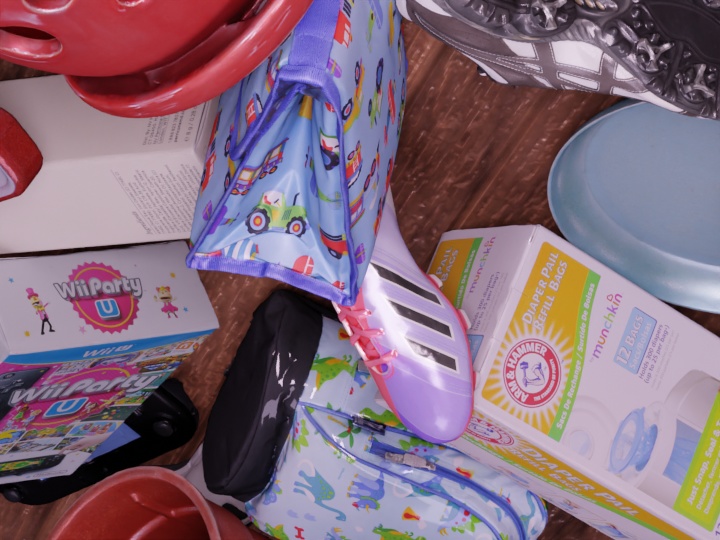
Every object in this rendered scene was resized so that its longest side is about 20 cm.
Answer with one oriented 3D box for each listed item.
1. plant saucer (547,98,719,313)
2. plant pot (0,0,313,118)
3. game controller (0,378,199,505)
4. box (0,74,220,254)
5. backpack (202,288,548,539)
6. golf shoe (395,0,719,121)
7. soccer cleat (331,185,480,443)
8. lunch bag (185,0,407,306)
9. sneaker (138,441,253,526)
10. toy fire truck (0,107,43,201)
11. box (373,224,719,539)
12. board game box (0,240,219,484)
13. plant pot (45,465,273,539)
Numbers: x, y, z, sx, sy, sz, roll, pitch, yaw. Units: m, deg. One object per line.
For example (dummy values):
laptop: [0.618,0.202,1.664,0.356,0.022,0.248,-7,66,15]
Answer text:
plant saucer: [0.200,-0.041,1.528,0.199,0.028,0.200,9,148,6]
plant pot: [-0.119,-0.175,1.273,0.200,0.201,0.182,-16,141,37]
game controller: [-0.194,0.098,1.856,0.104,0.042,0.200,33,141,-29]
box: [-0.156,-0.060,1.579,0.199,0.069,0.082,-3,144,23]
backpack: [0.020,0.112,1.735,0.199,0.154,0.163,9,143,-18]
golf shoe: [0.110,-0.121,1.399,0.199,0.078,0.094,21,162,-25]
soccer cleat: [0.000,0.000,1.515,0.076,0.201,0.067,-13,171,-46]
lunch bag: [-0.018,-0.104,1.389,0.094,0.151,0.200,13,147,-1]
sneaker: [-0.105,0.163,1.893,0.074,0.080,0.200,36,139,-29]
toy fire truck: [-0.281,-0.082,1.510,0.199,0.112,0.168,-17,121,39]
box: [0.125,0.068,1.618,0.200,0.113,0.101,31,163,-26]
board game box: [-0.198,0.060,1.693,0.147,0.064,0.200,-6,154,-38]
plant pot: [-0.084,0.246,1.814,0.200,0.202,0.195,-21,147,40]
